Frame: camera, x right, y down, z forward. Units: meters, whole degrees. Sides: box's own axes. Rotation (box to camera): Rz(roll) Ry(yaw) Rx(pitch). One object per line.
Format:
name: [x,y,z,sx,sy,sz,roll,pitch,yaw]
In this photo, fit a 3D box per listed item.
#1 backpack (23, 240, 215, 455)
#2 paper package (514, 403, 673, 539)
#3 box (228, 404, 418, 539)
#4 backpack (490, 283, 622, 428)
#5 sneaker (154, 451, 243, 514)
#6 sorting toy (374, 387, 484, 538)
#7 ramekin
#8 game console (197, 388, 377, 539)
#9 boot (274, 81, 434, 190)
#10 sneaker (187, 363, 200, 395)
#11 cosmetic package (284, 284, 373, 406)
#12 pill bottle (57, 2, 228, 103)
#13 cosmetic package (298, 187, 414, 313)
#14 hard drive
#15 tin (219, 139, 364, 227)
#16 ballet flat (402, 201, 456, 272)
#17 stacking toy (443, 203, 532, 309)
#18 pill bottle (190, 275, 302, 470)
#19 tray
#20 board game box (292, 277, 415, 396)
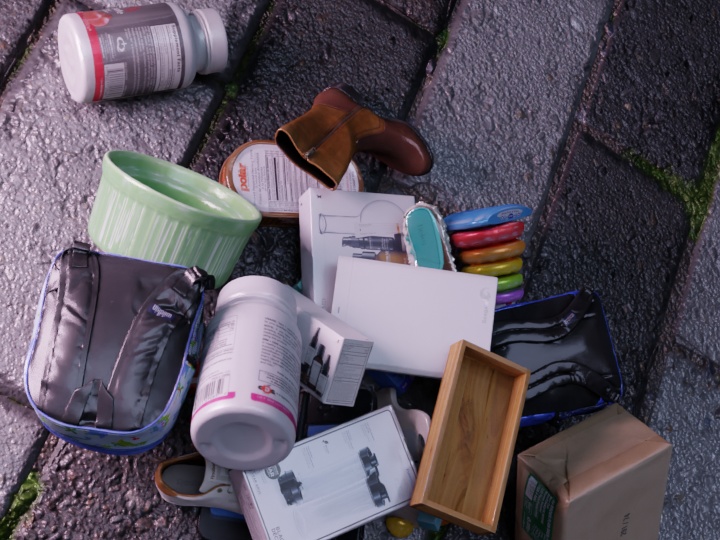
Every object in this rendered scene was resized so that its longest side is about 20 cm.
backpack: [-0.268,0.097,1.265,0.181,0.147,0.202,11,63,-3]
paper package: [0.296,0.303,1.487,0.189,0.202,0.103,-22,39,-27]
box: [-0.037,0.244,1.320,0.199,0.060,0.118,-20,82,-24]
backpack: [0.215,0.131,1.507,0.198,0.168,0.164,-10,73,-16]
sneaker: [-0.142,0.247,1.342,0.198,0.085,0.074,-3,69,0]
sorting toy: [0.077,0.242,1.423,0.107,0.180,0.201,-36,90,-28]
ramekin: [-0.226,-0.058,1.374,0.198,0.200,0.098,21,103,-16]
game console: [-0.086,0.234,1.395,0.116,0.175,0.202,27,63,-46]
boot: [-0.001,-0.159,1.520,0.188,0.068,0.200,43,32,-6]
sneaker: [-0.264,0.092,1.380,0.198,0.078,0.117,0,76,-24]
cosmetic package: [-0.068,0.084,1.387,0.050,0.200,0.083,12,101,-38]
pill bottle: [-0.274,-0.280,1.466,0.198,0.111,0.112,-13,80,-26]
cosmetic package: [0.000,0.000,1.485,0.149,0.052,0.202,2,74,-20]
hard drive: [0.062,0.061,1.413,0.198,0.026,0.133,8,82,-1]
tin: [-0.089,-0.116,1.540,0.198,0.042,0.113,1,70,-23]
ballet flat: [0.100,0.012,1.468,0.071,0.072,0.202,-4,82,-24]
stacking toy: [0.185,0.014,1.596,0.115,0.109,0.202,-12,94,-35]
pill bottle: [-0.122,0.110,1.283,0.112,0.114,0.201,19,43,-17]
tray: [0.129,0.193,1.340,0.098,0.037,0.202,24,64,-16]
board game box: [0.024,0.044,1.535,0.200,0.045,0.152,44,63,-5]
